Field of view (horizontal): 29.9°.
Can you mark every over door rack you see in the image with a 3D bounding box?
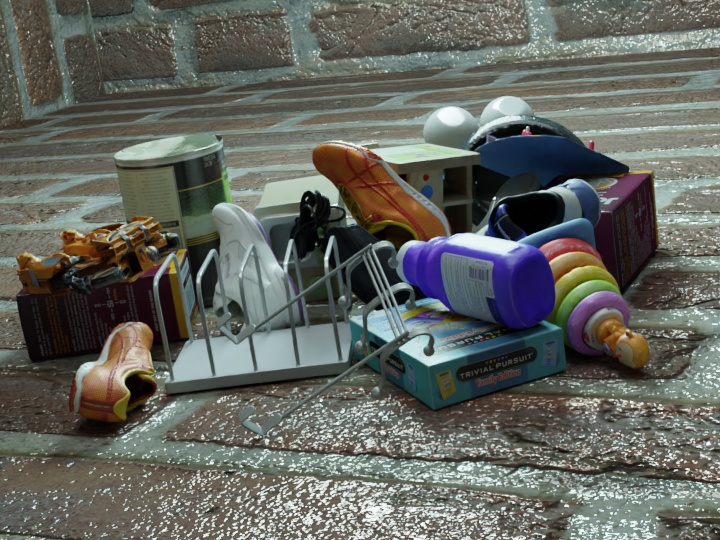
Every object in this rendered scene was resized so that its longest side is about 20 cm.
[{"bbox_3d":[-0.033,0.071,1.328,0.198,0.067,0.148,-26,42,3],"label":"over door rack"}]

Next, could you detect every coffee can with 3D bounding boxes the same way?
[{"bbox_3d":[-0.236,-0.064,1.775,0.145,0.202,0.147,-8,16,2],"label":"coffee can"}]

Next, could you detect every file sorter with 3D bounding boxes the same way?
[{"bbox_3d":[-0.113,0.043,1.473,0.198,0.126,0.139,-7,16,5],"label":"file sorter"}]

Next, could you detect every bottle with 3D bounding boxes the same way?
[{"bbox_3d":[0.112,0.005,1.386,0.065,0.084,0.199,-26,21,-29],"label":"bottle"}]

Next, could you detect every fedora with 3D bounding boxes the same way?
[{"bbox_3d":[0.226,-0.115,1.863,0.198,0.203,0.092,-7,-17,7],"label":"fedora"}]

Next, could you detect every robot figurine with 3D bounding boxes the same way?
[{"bbox_3d":[-0.302,-0.016,1.550,0.199,0.059,0.145,-7,20,42],"label":"robot figurine"}]

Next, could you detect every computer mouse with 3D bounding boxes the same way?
[{"bbox_3d":[0.000,0.000,1.557,0.053,0.199,0.139,-56,-2,-28],"label":"computer mouse"}]

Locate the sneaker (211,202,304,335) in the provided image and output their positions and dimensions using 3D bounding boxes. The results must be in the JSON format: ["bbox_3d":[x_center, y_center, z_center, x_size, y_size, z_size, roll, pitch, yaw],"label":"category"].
[{"bbox_3d":[-0.146,-0.001,1.611,0.099,0.075,0.201,-26,55,-10],"label":"sneaker"}]

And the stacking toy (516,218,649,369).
[{"bbox_3d":[0.233,0.045,1.367,0.109,0.117,0.200,-21,32,-12],"label":"stacking toy"}]

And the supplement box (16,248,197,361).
[{"bbox_3d":[-0.307,0.041,1.653,0.198,0.087,0.110,-8,16,1],"label":"supplement box"}]

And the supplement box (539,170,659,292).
[{"bbox_3d":[0.272,-0.047,1.626,0.130,0.104,0.200,0,18,26],"label":"supplement box"}]

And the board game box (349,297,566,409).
[{"bbox_3d":[0.096,0.074,1.392,0.150,0.047,0.200,-14,16,-20],"label":"board game box"}]

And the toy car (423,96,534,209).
[{"bbox_3d":[0.182,-0.148,1.994,0.198,0.176,0.151,-11,52,-10],"label":"toy car"}]

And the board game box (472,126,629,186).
[{"bbox_3d":[0.242,-0.151,1.705,0.199,0.039,0.157,17,-18,-34],"label":"board game box"}]

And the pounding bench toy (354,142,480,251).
[{"bbox_3d":[0.051,-0.078,1.742,0.123,0.158,0.199,-9,15,-29],"label":"pounding bench toy"}]

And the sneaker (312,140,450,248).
[{"bbox_3d":[0.014,-0.082,1.579,0.199,0.073,0.077,38,65,20],"label":"sneaker"}]

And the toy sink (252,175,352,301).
[{"bbox_3d":[-0.072,-0.034,1.718,0.111,0.132,0.200,-8,16,2],"label":"toy sink"}]

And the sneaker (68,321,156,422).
[{"bbox_3d":[-0.249,0.113,1.435,0.076,0.074,0.200,15,21,1],"label":"sneaker"}]

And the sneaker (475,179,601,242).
[{"bbox_3d":[0.161,-0.037,1.496,0.199,0.081,0.115,-37,-19,28],"label":"sneaker"}]

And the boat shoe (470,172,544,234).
[{"bbox_3d":[0.170,-0.035,1.660,0.074,0.062,0.201,-2,43,43],"label":"boat shoe"}]
